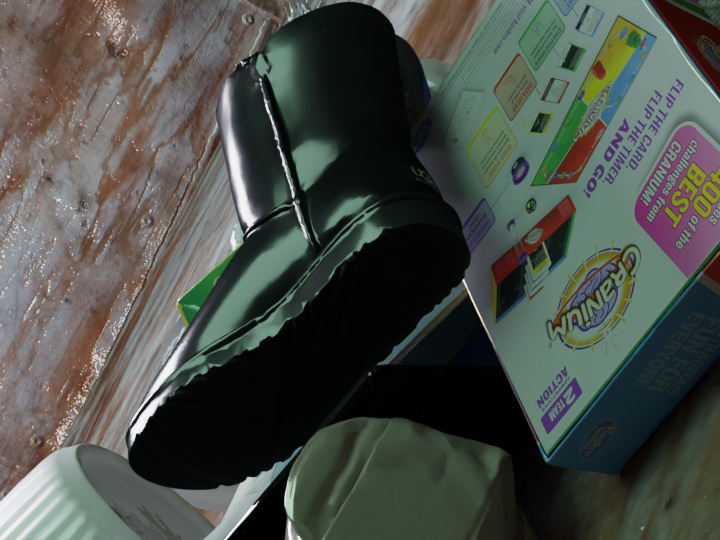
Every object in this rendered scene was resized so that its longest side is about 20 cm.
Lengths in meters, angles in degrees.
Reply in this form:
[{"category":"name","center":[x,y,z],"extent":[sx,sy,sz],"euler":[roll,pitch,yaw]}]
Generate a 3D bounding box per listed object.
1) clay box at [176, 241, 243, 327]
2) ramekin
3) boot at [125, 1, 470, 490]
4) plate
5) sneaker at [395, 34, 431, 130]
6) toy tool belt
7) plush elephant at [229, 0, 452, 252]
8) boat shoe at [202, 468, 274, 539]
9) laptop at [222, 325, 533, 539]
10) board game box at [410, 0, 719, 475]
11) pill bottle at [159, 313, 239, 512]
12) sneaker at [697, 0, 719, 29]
[{"category":"clay box","center":[0.000,0.000,0.885],"extent":[0.115,0.048,0.199],"euler":[-39,-20,32]},{"category":"ramekin","center":[-0.148,0.200,0.942],"extent":[0.105,0.200,0.200],"euler":[-50,13,2]},{"category":"boot","center":[-0.042,-0.014,0.709],"extent":[0.200,0.076,0.169],"euler":[-43,40,23]},{"category":"plate","center":[0.015,0.050,0.793],"extent":[0.200,0.026,0.200],"euler":[-43,-10,-9]},{"category":"sneaker","center":[0.022,-0.079,0.976],"extent":[0.079,0.065,0.202],"euler":[-70,-21,-44]},{"category":"toy tool belt","center":[0.002,0.169,0.622],"extent":[0.123,0.123,0.202],"euler":[85,-155,-60]},{"category":"plush elephant","center":[0.004,-0.097,1.130],"extent":[0.154,0.163,0.203],"euler":[22,119,43]},{"category":"boat shoe","center":[-0.046,0.150,0.857],"extent":[0.068,0.073,0.200],"euler":[-22,3,30]},{"category":"laptop","center":[0.019,0.062,0.753],"extent":[0.188,0.198,0.117],"euler":[-52,49,37]},{"category":"board game box","center":[0.097,-0.041,0.632],"extent":[0.154,0.040,0.201],"euler":[-55,38,31]},{"category":"pill bottle","center":[-0.098,0.083,1.164],"extent":[0.116,0.115,0.201],"euler":[-55,13,25]},{"category":"sneaker","center":[0.139,-0.113,0.713],"extent":[0.201,0.086,0.078],"euler":[-58,13,11]}]
